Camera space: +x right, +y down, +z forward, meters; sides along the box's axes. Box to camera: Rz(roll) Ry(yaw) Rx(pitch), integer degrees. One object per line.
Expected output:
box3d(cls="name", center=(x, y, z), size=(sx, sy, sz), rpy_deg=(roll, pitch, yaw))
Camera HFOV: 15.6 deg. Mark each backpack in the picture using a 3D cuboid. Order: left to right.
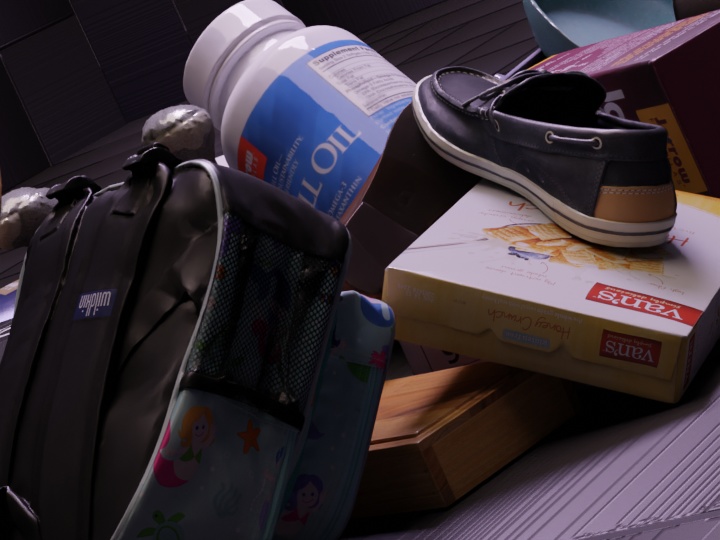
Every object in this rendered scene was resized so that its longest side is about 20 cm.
box3d(cls="backpack", center=(-0.087, 0.070, 1.155), size=(0.177, 0.151, 0.200), rpy_deg=(-14, 53, 53))

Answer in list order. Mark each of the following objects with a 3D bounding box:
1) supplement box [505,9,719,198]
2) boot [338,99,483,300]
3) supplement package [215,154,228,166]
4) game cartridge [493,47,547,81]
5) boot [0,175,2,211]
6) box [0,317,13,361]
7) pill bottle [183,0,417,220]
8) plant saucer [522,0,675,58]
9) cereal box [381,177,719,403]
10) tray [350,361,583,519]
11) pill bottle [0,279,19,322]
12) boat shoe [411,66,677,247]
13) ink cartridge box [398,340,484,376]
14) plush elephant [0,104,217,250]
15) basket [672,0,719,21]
box3d(cls="supplement box", center=(0.160, -0.076, 1.531), size=(0.086, 0.110, 0.200), rpy_deg=(-30, 10, -29))
box3d(cls="boot", center=(0.000, 0.000, 1.428), size=(0.186, 0.064, 0.200), rpy_deg=(-47, -5, -37))
box3d(cls="supplement package", center=(-0.048, -0.026, 1.756), size=(0.200, 0.121, 0.120), rpy_deg=(-20, 9, 31))
box3d(cls="game cartridge", center=(0.102, -0.083, 1.729), size=(0.130, 0.038, 0.200), rpy_deg=(-68, -11, 24))
box3d(cls="boot", center=(-0.240, 0.039, 1.520), size=(0.066, 0.175, 0.200), rpy_deg=(-1, -29, -12))
box3d(cls="box", center=(-0.179, 0.100, 1.363), size=(0.148, 0.124, 0.200), rpy_deg=(-19, 9, 34))
box3d(cls="pill bottle", center=(-0.012, -0.074, 1.550), size=(0.112, 0.112, 0.200), rpy_deg=(-30, 54, -31))
box3d(cls="plant saucer", center=(0.187, -0.140, 1.725), size=(0.036, 0.200, 0.200), rpy_deg=(-62, -8, 25))
box3d(cls="cereal box", center=(0.107, 0.000, 1.255), size=(0.144, 0.040, 0.200), rpy_deg=(12, 21, 15))
box3d(cls="tray", center=(0.002, 0.084, 1.260), size=(0.099, 0.037, 0.200), rpy_deg=(-32, 12, -38))
box3d(cls="pill bottle", center=(-0.221, 0.068, 1.701), size=(0.200, 0.111, 0.111), rpy_deg=(-30, 10, -31))
box3d(cls="boat shoe", center=(0.091, -0.071, 1.295), size=(0.075, 0.062, 0.200), rpy_deg=(-6, 23, -26))
box3d(cls="ink cartridge box", center=(0.078, 0.017, 1.394), size=(0.109, 0.050, 0.200), rpy_deg=(-21, 9, 21))
box3d(cls="plush elephant", center=(-0.127, 0.036, 1.544), size=(0.165, 0.200, 0.155), rpy_deg=(-19, 32, 22))
box3d(cls="basket", center=(0.325, -0.177, 1.619), size=(0.180, 0.136, 0.200), rpy_deg=(2, -6, -41))
